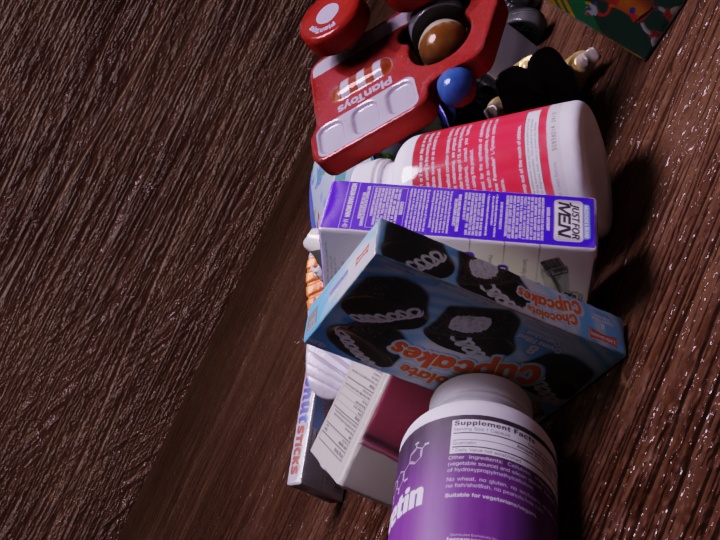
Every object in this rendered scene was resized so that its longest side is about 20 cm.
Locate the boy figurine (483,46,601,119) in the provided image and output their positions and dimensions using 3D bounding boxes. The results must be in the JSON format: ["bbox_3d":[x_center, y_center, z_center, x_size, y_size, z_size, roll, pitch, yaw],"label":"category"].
[{"bbox_3d":[0.182,-0.188,0.993,0.124,0.065,0.200,-29,7,16],"label":"boy figurine"}]

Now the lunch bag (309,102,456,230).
[{"bbox_3d":[0.018,-0.120,1.060,0.170,0.127,0.201,-55,40,47],"label":"lunch bag"}]

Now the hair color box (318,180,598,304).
[{"bbox_3d":[0.073,-0.003,0.751,0.065,0.199,0.110,-75,-12,-46],"label":"hair color box"}]

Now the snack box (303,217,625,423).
[{"bbox_3d":[0.073,0.044,0.709,0.116,0.199,0.037,-51,24,45],"label":"snack box"}]

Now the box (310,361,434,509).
[{"bbox_3d":[0.054,0.105,0.876,0.201,0.109,0.128,-65,13,-3],"label":"box"}]

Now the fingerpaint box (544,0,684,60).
[{"bbox_3d":[0.200,-0.294,0.949,0.074,0.166,0.200,-59,13,21],"label":"fingerpaint box"}]

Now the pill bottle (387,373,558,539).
[{"bbox_3d":[0.075,0.167,0.659,0.113,0.112,0.200,-54,16,38],"label":"pill bottle"}]

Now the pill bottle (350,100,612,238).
[{"bbox_3d":[0.098,-0.066,0.818,0.199,0.112,0.113,-9,42,24],"label":"pill bottle"}]

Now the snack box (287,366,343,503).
[{"bbox_3d":[-0.038,0.161,1.146,0.024,0.072,0.201,-16,54,39],"label":"snack box"}]

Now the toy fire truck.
[{"bbox_3d":[0.042,-0.183,0.882,0.199,0.112,0.168,-25,46,18],"label":"toy fire truck"}]

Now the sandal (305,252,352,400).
[{"bbox_3d":[-0.023,0.047,1.119,0.059,0.079,0.208,52,-137,-67],"label":"sandal"}]

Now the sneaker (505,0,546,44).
[{"bbox_3d":[0.197,-0.333,1.280,0.200,0.060,0.105,161,129,-77],"label":"sneaker"}]

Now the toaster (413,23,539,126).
[{"bbox_3d":[0.099,-0.217,1.159,0.200,0.180,0.119,-48,15,53],"label":"toaster"}]

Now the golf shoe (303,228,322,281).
[{"bbox_3d":[0.000,0.000,1.001,0.077,0.088,0.200,-64,-12,-13],"label":"golf shoe"}]
